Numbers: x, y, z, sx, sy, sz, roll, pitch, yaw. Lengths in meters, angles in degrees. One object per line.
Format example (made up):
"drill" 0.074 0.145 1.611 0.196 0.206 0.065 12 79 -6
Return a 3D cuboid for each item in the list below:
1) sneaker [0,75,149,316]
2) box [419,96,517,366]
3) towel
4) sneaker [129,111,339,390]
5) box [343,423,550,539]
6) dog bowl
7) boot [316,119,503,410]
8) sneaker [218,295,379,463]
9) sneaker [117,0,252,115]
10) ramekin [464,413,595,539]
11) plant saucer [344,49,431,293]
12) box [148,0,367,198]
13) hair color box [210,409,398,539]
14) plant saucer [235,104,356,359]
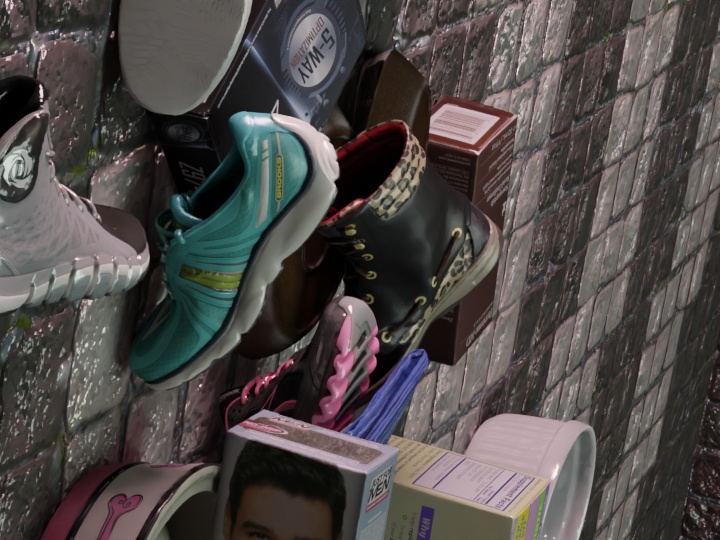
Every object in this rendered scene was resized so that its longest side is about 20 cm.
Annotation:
"sneaker" -0.164 -0.045 1.134 0.200 0.075 0.116 -22 122 -66
"box" 0.074 -0.033 1.829 0.100 0.075 0.201 -46 147 -56
"towel" -0.016 0.157 1.535 0.200 0.024 0.145 -64 172 33
"sneaker" -0.093 -0.016 1.330 0.200 0.079 0.078 -57 -148 21
"box" 0.029 0.230 1.695 0.097 0.199 0.177 -29 131 -64
"dog bowl" -0.147 0.210 1.368 0.200 0.073 0.201 14 90 -71
"boot" 0.000 0.000 1.530 0.200 0.073 0.151 -43 136 -5
"sneaker" -0.054 0.096 1.505 0.079 0.095 0.201 -34 150 -60
"sneaker" -0.087 -0.188 1.262 0.088 0.075 0.201 -13 115 -82
"ramekin" 0.162 0.242 2.235 0.200 0.105 0.201 14 90 -72
"plant saucer" 0.024 -0.066 1.651 0.200 0.034 0.201 11 90 -84
"box" -0.063 -0.131 1.402 0.160 0.043 0.200 76 34 -54
"hair color box" -0.045 0.201 1.388 0.061 0.099 0.201 -25 127 -66
"plant saucer" -0.042 -0.029 1.561 0.200 0.032 0.201 16 90 -71
